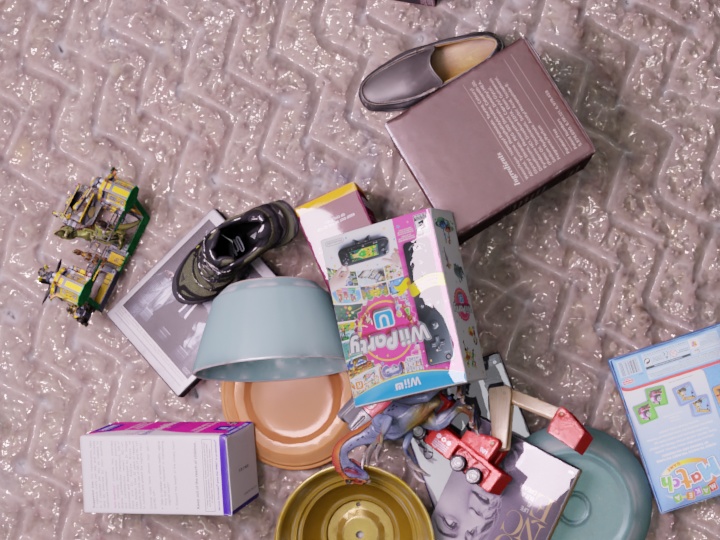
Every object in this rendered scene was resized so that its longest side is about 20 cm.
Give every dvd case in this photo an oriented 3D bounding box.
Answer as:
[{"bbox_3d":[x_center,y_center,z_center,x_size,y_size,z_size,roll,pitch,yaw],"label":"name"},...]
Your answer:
[{"bbox_3d":[0.166,0.302,1.487,0.148,0.016,0.201,26,93,28],"label":"dvd case"},{"bbox_3d":[-0.211,0.041,1.572,0.200,0.025,0.150,-45,77,4],"label":"dvd case"},{"bbox_3d":[0.143,0.224,1.541,0.150,0.025,0.201,-21,86,5],"label":"dvd case"}]

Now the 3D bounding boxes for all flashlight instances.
[{"bbox_3d":[0.062,0.134,1.515,0.200,0.068,0.068,-44,103,-6],"label":"flashlight"}]

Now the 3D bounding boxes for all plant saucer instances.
[{"bbox_3d":[0.263,0.293,1.497,0.199,0.036,0.201,0,88,5],"label":"plant saucer"},{"bbox_3d":[-0.085,0.159,1.562,0.199,0.037,0.201,0,88,7],"label":"plant saucer"}]

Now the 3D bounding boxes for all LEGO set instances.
[{"bbox_3d":[-0.363,-0.042,1.545,0.115,0.154,0.201,23,87,7],"label":"LEGO set"}]

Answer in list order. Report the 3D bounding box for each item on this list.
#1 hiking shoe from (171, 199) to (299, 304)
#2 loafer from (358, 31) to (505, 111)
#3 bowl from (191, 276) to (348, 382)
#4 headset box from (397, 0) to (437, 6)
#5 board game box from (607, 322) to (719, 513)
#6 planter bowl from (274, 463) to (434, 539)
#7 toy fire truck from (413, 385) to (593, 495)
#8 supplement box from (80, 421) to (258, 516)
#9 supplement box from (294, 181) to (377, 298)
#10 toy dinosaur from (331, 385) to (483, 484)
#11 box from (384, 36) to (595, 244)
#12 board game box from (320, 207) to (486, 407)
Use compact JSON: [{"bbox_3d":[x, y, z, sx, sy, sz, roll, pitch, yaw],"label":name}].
[{"bbox_3d":[-0.174,-0.023,1.486,0.200,0.101,0.076,-37,76,24],"label":"hiking shoe"},{"bbox_3d":[0.089,-0.260,1.542,0.199,0.072,0.073,-23,87,5],"label":"loafer"},{"bbox_3d":[-0.104,0.070,1.458,0.200,0.201,0.106,-5,77,6],"label":"bowl"},{"bbox_3d":[0.021,-0.396,1.517,0.199,0.149,0.078,11,90,6],"label":"headset box"},{"bbox_3d":[0.413,0.183,1.507,0.151,0.037,0.201,-18,86,5],"label":"board game box"},{"bbox_3d":[-0.004,0.340,1.522,0.199,0.083,0.202,0,87,6],"label":"planter bowl"},{"bbox_3d":[0.166,0.193,1.472,0.200,0.049,0.141,37,91,28],"label":"toy fire truck"},{"bbox_3d":[-0.241,0.249,1.524,0.199,0.101,0.104,-3,93,15],"label":"supplement box"},{"bbox_3d":[0.000,0.000,1.522,0.085,0.110,0.201,-24,85,5],"label":"supplement box"},{"bbox_3d":[0.052,0.186,1.463,0.181,0.200,0.105,-15,126,20],"label":"toy dinosaur"},{"bbox_3d":[0.158,-0.153,1.483,0.199,0.166,0.165,-31,86,3],"label":"box"},{"bbox_3d":[0.049,0.044,1.390,0.147,0.064,0.201,-16,82,26],"label":"board game box"}]
